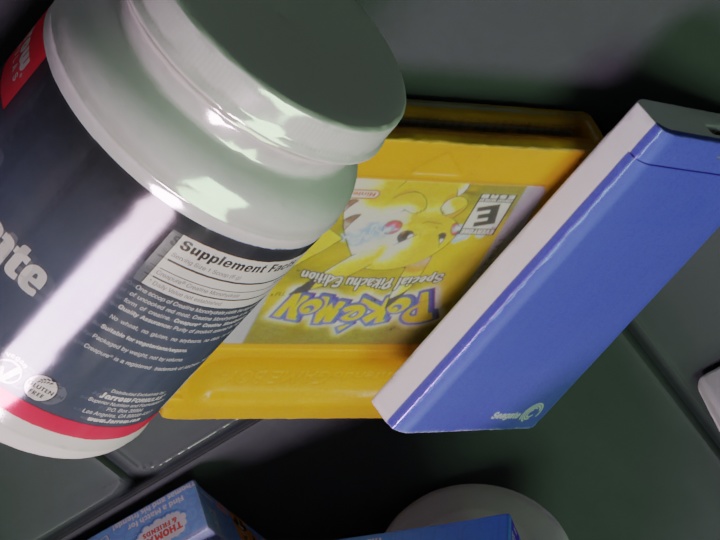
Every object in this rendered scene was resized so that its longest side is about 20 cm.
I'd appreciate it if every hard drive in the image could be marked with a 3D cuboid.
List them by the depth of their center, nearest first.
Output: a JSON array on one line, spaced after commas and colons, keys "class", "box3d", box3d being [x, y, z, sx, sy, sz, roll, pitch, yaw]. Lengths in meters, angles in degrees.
[{"class": "hard drive", "box3d": [0.108, 0.002, 1.161, 0.200, 0.025, 0.132, -49, 152, 24]}]

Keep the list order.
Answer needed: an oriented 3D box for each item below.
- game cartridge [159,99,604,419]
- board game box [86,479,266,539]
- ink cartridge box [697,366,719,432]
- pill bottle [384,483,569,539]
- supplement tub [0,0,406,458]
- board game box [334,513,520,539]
[{"class": "game cartridge", "box3d": [0.000, 0.000, 1.132, 0.176, 0.032, 0.200, 1, 135, -30]}, {"class": "board game box", "box3d": [-0.103, 0.199, 1.312, 0.151, 0.037, 0.200, -30, 142, 11]}, {"class": "ink cartridge box", "box3d": [0.295, 0.105, 1.376, 0.145, 0.085, 0.200, -29, 144, 6]}, {"class": "pill bottle", "box3d": [0.066, 0.219, 1.367, 0.112, 0.112, 0.200, -17, 143, -10]}, {"class": "supplement tub", "box3d": [-0.091, -0.034, 0.952, 0.140, 0.140, 0.200, 17, 127, -41]}, {"class": "board game box", "box3d": [0.001, 0.199, 1.226, 0.200, 0.045, 0.152, -10, 135, 17]}]
